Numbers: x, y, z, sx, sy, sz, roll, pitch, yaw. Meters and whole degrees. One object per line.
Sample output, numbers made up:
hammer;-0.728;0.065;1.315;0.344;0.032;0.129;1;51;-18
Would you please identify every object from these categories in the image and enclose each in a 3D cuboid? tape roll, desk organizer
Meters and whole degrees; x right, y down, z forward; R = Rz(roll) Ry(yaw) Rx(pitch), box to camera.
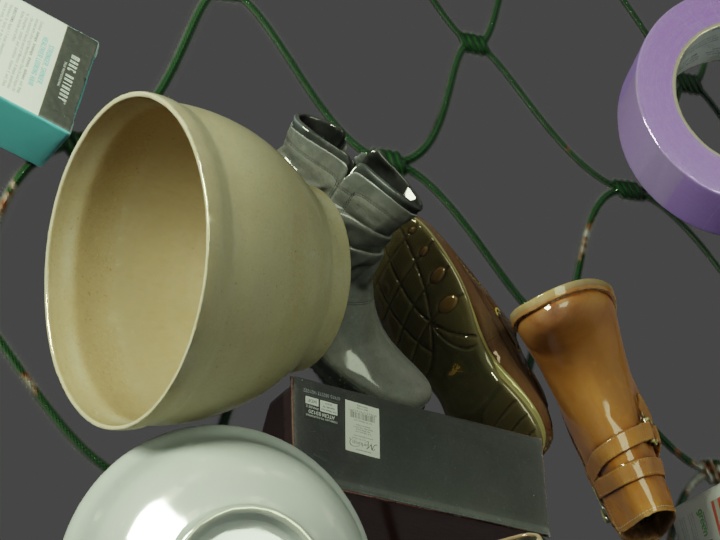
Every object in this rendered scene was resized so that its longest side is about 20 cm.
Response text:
tape roll;0.316;-0.131;1.628;0.198;0.066;0.202;3;66;-7
desk organizer;0.022;0.138;1.294;0.198;0.077;0.072;16;55;-29

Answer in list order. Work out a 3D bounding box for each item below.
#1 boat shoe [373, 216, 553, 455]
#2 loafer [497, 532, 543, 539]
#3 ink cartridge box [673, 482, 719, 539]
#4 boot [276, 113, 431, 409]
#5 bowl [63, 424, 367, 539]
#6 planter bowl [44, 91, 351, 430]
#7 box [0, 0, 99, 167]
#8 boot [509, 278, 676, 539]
boat shoe;0.072;0.049;1.396;0.201;0.072;0.067;59;27;2
loafer;0.030;0.197;1.251;0.198;0.072;0.064;3;102;-27
ink cartridge box;0.329;0.234;1.400;0.083;0.175;0.202;5;62;-35
boot;0.000;0.000;1.313;0.200;0.132;0.070;40;16;-13
bowl;-0.074;0.186;1.135;0.199;0.090;0.203;3;79;-14
planter bowl;-0.091;-0.001;1.210;0.134;0.200;0.202;5;61;-36
box;-0.273;-0.152;1.264;0.199;0.049;0.083;28;51;-21
boot;0.166;0.103;1.374;0.076;0.200;0.157;-18;64;3
